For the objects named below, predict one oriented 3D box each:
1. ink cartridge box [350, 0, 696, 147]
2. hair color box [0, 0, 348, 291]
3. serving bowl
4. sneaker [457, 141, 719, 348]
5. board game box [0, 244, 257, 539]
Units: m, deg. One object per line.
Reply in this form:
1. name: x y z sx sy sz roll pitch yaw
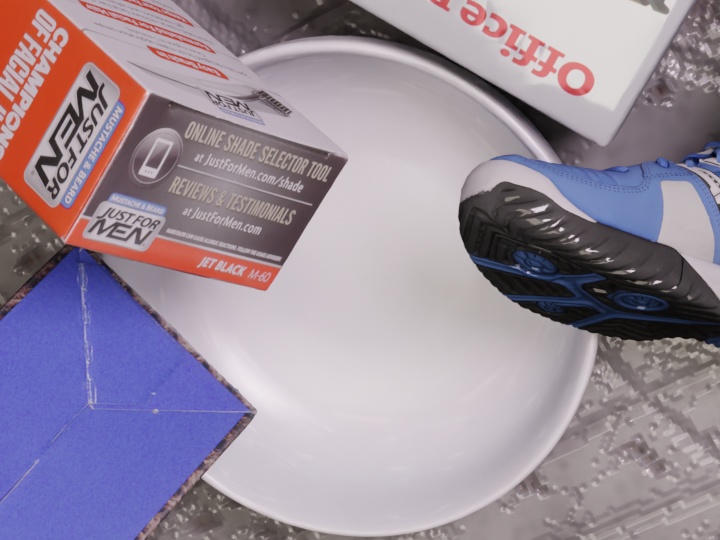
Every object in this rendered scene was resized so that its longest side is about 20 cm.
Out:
1. ink cartridge box: 0.080 -0.168 0.854 0.145 0.083 0.201 29 113 2
2. hair color box: -0.110 -0.079 0.866 0.200 0.111 0.064 41 106 35
3. serving bowl: 0.000 0.000 0.942 0.198 0.066 0.202 5 111 13
4. sneaker: 0.121 -0.015 0.869 0.199 0.076 0.078 14 75 -29
5. board game box: -0.156 0.106 0.926 0.097 0.160 0.200 44 144 -3
